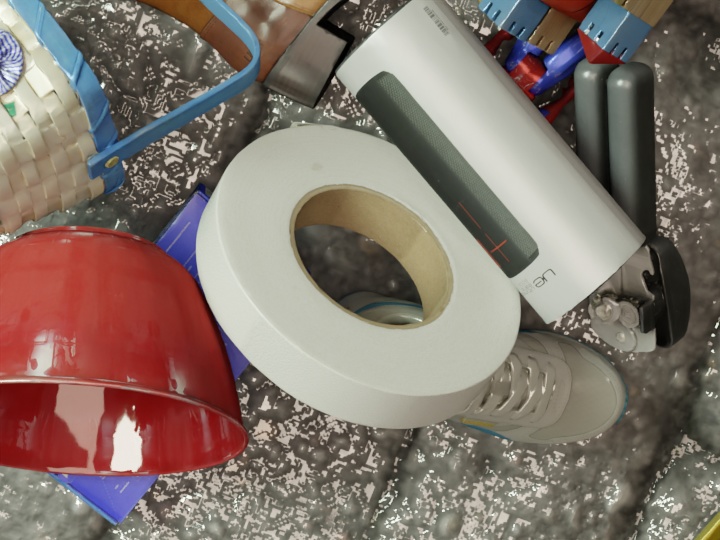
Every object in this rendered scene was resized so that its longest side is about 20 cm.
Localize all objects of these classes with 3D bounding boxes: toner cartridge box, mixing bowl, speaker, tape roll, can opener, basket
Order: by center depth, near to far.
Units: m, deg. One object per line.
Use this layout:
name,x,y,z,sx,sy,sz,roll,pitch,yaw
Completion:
basket,-0.178,-0.122,0.991,0.199,0.139,0.176,-37,70,-22
mixing bowl,-0.160,0.043,1.012,0.198,0.200,0.109,4,69,-4
tape roll,0.000,0.000,1.038,0.201,0.204,0.037,27,132,-8
speaker,0.078,-0.068,1.046,0.081,0.081,0.200,-40,91,4
can opener,0.166,-0.039,1.098,0.066,0.052,0.202,-32,125,-35
toner cartridge box,-0.127,0.053,1.115,0.095,0.043,0.200,39,96,-7

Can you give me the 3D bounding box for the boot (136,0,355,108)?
boot,-0.071,-0.225,1.073,0.199,0.069,0.189,31,104,0

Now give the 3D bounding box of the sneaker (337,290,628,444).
sneaker,0.074,0.069,1.110,0.198,0.081,0.077,13,97,-6

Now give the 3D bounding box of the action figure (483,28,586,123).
action figure,0.111,-0.129,1.094,0.065,0.052,0.200,43,100,-4

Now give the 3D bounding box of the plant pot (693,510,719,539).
plant pot,0.298,0.275,1.110,0.200,0.194,0.196,39,96,-15

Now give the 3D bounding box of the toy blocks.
toy blocks,0.117,-0.192,1.025,0.100,0.200,0.137,19,112,-46
